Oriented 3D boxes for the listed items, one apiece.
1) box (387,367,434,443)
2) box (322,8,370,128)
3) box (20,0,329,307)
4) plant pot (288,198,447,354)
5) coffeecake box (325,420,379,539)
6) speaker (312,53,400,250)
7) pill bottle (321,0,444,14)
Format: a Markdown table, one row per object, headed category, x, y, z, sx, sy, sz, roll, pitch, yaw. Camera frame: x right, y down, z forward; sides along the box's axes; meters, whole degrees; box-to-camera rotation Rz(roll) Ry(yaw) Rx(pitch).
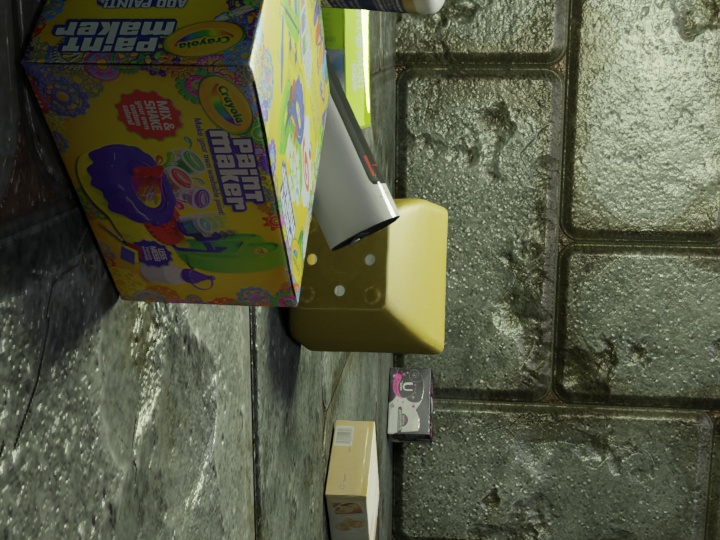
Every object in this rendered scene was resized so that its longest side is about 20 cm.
| category | x | y | z | sx | sy | sz | roll | pitch | yaw |
| --- | --- | --- | --- | --- | --- | --- | --- | --- | --- |
| box | 0.149 | 0.399 | 2.981 | 0.115 | 0.130 | 0.204 | 68 | 24 | -66 |
| box | -0.045 | -0.232 | 1.069 | 0.047 | 0.121 | 0.204 | -14 | 109 | -44 |
| box | -0.094 | -0.116 | 0.616 | 0.202 | 0.120 | 0.195 | 84 | 9 | -52 |
| plant pot | 0.000 | 0.000 | 1.259 | 0.200 | 0.192 | 0.198 | 29 | 62 | -76 |
| coffeecake box | -0.011 | 0.384 | 1.732 | 0.155 | 0.072 | 0.202 | -82 | 171 | -48 |
| speaker | -0.035 | -0.125 | 1.001 | 0.081 | 0.080 | 0.203 | 14 | 51 | -84 |
| pill bottle | -0.032 | -0.256 | 0.754 | 0.111 | 0.196 | 0.113 | 8 | 90 | -76 |
